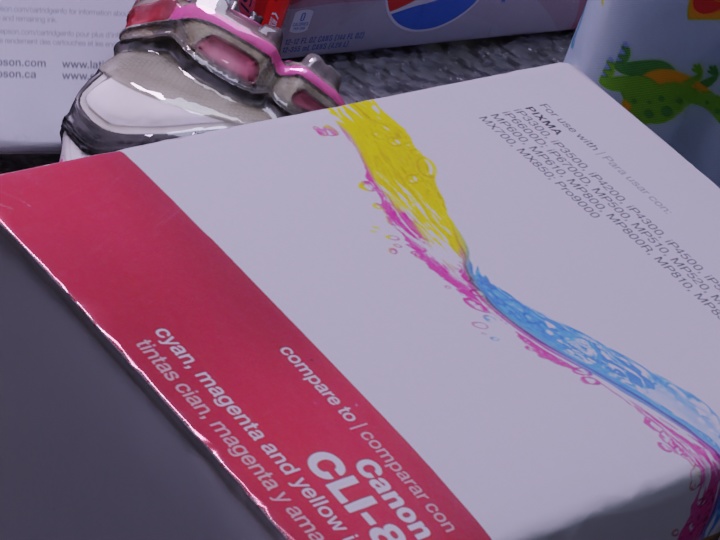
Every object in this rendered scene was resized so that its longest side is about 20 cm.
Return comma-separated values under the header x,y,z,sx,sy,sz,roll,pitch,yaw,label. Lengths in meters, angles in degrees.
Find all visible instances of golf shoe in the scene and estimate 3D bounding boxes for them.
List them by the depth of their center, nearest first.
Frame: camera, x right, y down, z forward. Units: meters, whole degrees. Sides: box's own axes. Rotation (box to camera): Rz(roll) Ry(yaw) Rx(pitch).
x,y,z,sx,sy,sz,roll,pitch,yaw,label
0.000,0.000,0.804,0.200,0.073,0.092,29,74,-4,golf shoe

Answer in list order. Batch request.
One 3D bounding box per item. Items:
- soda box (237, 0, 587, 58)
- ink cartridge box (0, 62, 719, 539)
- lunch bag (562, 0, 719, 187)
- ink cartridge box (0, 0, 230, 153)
x,y,z,sx,sy,sz,roll,pitch,yaw,label
0.041,-0.129,0.987,0.200,0.070,0.063,-9,44,-35,soda box
0.007,0.057,0.643,0.200,0.146,0.145,-15,48,-40,ink cartridge box
0.149,-0.081,0.886,0.127,0.170,0.200,27,33,10,lunch bag
-0.127,-0.135,0.795,0.199,0.201,0.041,-1,7,-36,ink cartridge box
